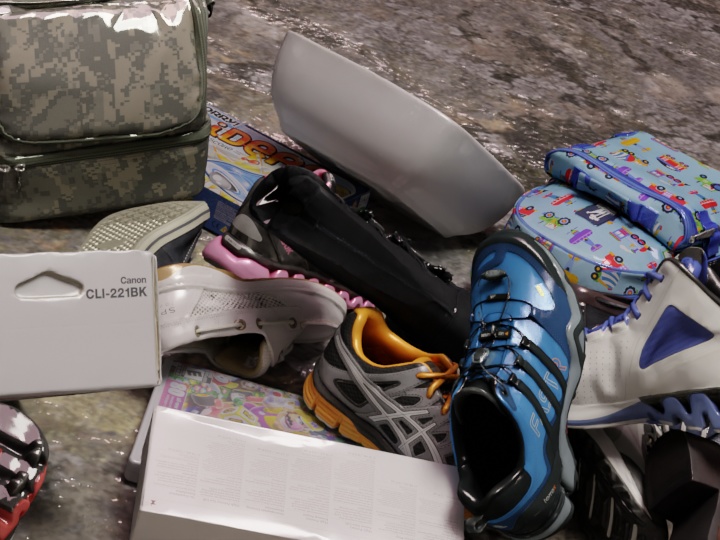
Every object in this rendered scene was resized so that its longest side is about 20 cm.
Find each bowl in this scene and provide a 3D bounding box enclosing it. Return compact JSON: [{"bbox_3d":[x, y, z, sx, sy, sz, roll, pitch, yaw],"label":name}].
[{"bbox_3d":[0.023,-0.101,1.807,0.200,0.075,0.200,30,-3,29],"label":"bowl"}]

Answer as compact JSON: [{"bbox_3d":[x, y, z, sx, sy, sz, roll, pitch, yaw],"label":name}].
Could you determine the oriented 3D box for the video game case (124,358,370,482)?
[{"bbox_3d":[-0.046,0.122,1.447,0.200,0.018,0.143,16,25,-2],"label":"video game case"}]

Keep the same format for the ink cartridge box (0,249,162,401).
[{"bbox_3d":[-0.228,0.038,1.321,0.144,0.084,0.200,-2,-4,-34],"label":"ink cartridge box"}]

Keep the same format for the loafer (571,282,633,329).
[{"bbox_3d":[0.218,0.035,1.617,0.200,0.063,0.072,-5,9,-43],"label":"loafer"}]

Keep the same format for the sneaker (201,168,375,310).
[{"bbox_3d":[-0.030,-0.027,1.646,0.079,0.096,0.200,30,12,31],"label":"sneaker"}]

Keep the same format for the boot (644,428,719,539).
[{"bbox_3d":[0.270,0.214,1.409,0.200,0.068,0.189,26,41,-26],"label":"boot"}]

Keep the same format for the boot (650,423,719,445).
[{"bbox_3d":[0.237,0.123,1.571,0.090,0.073,0.200,3,19,-15],"label":"boot"}]

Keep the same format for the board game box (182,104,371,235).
[{"bbox_3d":[-0.109,-0.078,1.792,0.200,0.035,0.135,28,28,22],"label":"board game box"}]

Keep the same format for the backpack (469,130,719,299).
[{"bbox_3d":[0.194,-0.015,1.740,0.200,0.135,0.182,-13,37,-42],"label":"backpack"}]

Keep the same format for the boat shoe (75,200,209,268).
[{"bbox_3d":[-0.160,-0.001,1.572,0.074,0.062,0.200,-4,21,18],"label":"boat shoe"}]

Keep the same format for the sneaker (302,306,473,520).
[{"bbox_3d":[0.048,0.097,1.448,0.200,0.077,0.078,31,27,24],"label":"sneaker"}]

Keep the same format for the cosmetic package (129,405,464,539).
[{"bbox_3d":[-0.038,0.147,1.344,0.200,0.051,0.083,13,44,-9],"label":"cosmetic package"}]

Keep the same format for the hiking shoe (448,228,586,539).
[{"bbox_3d":[0.094,0.066,1.365,0.074,0.200,0.087,-13,-19,28],"label":"hiking shoe"}]

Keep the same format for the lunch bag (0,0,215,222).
[{"bbox_3d":[-0.214,-0.143,1.662,0.200,0.168,0.139,-7,40,-19],"label":"lunch bag"}]

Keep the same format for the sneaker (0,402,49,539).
[{"bbox_3d":[-0.240,0.165,1.189,0.071,0.098,0.201,31,50,2],"label":"sneaker"}]

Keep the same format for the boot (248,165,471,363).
[{"bbox_3d":[0.001,0.000,1.537,0.200,0.066,0.165,31,-12,-25],"label":"boot"}]

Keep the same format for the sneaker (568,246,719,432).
[{"bbox_3d":[0.185,0.042,1.421,0.199,0.115,0.081,0,3,21],"label":"sneaker"}]

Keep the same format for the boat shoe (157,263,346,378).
[{"bbox_3d":[-0.081,0.044,1.536,0.200,0.071,0.069,8,63,-49],"label":"boat shoe"}]

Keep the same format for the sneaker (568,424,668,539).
[{"bbox_3d":[0.174,0.125,1.498,0.079,0.074,0.200,-2,29,-13],"label":"sneaker"}]
